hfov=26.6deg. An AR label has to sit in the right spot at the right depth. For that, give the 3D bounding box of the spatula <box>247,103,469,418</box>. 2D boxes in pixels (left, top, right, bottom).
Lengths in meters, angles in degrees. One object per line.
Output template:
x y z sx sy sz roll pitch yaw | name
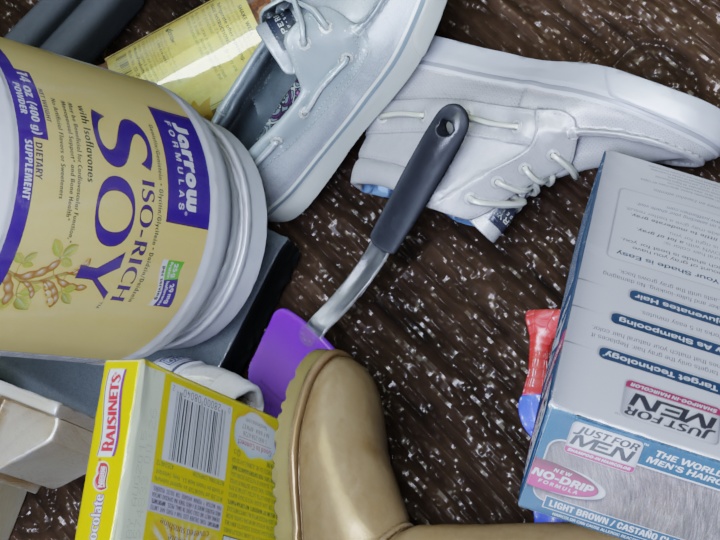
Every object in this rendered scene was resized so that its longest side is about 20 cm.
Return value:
0.000 0.000 0.788 0.056 0.020 0.201 38 106 23 | spatula

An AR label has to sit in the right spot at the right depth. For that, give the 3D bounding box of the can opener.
-0.187 -0.106 0.872 0.052 0.067 0.201 13 50 18 | can opener

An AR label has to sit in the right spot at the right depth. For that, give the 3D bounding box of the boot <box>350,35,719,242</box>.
0.090 -0.058 0.796 0.198 0.073 0.097 15 84 30 | boot

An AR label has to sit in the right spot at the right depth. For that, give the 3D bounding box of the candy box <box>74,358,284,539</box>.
-0.059 0.115 0.709 0.026 0.200 0.104 0 72 29 | candy box

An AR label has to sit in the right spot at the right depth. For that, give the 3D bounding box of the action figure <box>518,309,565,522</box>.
0.118 0.123 0.723 0.098 0.065 0.203 0 73 27 | action figure

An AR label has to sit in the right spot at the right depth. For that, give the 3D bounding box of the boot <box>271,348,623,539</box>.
0.057 0.121 0.689 0.198 0.066 0.178 -4 76 29 | boot

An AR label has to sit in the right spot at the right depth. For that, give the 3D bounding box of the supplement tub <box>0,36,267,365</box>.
-0.153 -0.030 0.731 0.144 0.199 0.148 -5 81 36 | supplement tub

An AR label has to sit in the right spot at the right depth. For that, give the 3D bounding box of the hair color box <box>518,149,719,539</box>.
0.137 0.033 0.680 0.099 0.061 0.201 17 37 5 | hair color box

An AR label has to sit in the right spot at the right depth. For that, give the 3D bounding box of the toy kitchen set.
-0.225 0.134 0.752 0.161 0.200 0.183 15 78 21 | toy kitchen set

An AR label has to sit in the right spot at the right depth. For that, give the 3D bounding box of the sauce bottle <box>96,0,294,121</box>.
-0.058 -0.130 0.860 0.198 0.066 0.067 -27 67 6 | sauce bottle

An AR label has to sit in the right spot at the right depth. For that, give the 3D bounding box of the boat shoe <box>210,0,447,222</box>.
-0.024 -0.112 0.800 0.202 0.071 0.070 -56 46 22 | boat shoe

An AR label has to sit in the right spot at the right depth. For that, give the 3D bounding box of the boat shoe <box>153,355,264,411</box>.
-0.087 0.147 0.761 0.069 0.071 0.203 9 86 31 | boat shoe

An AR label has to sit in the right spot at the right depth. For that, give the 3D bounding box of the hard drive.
-0.148 0.011 0.861 0.198 0.033 0.141 24 81 22 | hard drive
